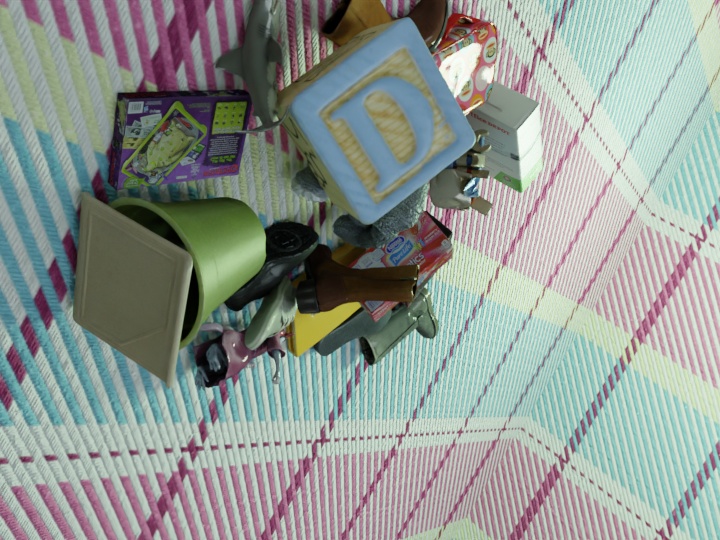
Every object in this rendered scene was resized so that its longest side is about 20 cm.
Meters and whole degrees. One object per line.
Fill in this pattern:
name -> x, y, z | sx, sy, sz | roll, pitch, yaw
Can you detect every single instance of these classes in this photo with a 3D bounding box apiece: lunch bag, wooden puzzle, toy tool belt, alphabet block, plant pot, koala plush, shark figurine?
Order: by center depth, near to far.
wooden puzzle -> -0.284, 0.023, 0.932 | 0.037, 0.198, 0.188 | -25, 139, -52
shark figurine -> -0.144, -0.251, 0.974 | 0.088, 0.219, 0.128 | 2, 161, -13
plant pot -> -0.227, -0.020, 1.015 | 0.189, 0.198, 0.203 | -33, 145, -55
alphabet block -> 0.010, -0.207, 1.039 | 0.195, 0.200, 0.197 | -35, 110, -5
koala plush -> -0.005, -0.150, 1.220 | 0.199, 0.183, 0.179 | 35, 85, -23
lunch bag -> 0.161, -0.360, 1.322 | 0.199, 0.081, 0.179 | -34, 138, -32
toy tool belt -> 0.204, -0.212, 1.439 | 0.125, 0.120, 0.205 | -25, 122, -75

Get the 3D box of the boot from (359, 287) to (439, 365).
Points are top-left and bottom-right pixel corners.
boot -> 0.090, 0.149, 1.721 | 0.200, 0.072, 0.184 | -48, 136, -27

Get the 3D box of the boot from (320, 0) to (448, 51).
boot -> 0.041, -0.397, 1.162 | 0.189, 0.068, 0.199 | -51, 143, 6

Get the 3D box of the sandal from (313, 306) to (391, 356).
sandal -> -0.018, 0.108, 1.565 | 0.198, 0.043, 0.077 | -23, 130, -30

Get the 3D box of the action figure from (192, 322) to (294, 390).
action figure -> -0.198, 0.123, 1.280 | 0.199, 0.132, 0.152 | -28, 109, -43

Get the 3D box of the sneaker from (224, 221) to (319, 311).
sneaker -> -0.152, -0.007, 1.236 | 0.198, 0.076, 0.091 | -33, 153, -23

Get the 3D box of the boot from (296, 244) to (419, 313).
boot -> 0.000, 0.000, 1.269 | 0.189, 0.196, 0.070 | -77, 157, -66

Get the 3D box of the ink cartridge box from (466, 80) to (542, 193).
ink cartridge box -> 0.289, -0.275, 1.529 | 0.084, 0.145, 0.201 | -46, 149, -15

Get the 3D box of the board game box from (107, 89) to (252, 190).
board game box -> -0.233, -0.175, 0.987 | 0.198, 0.032, 0.122 | -16, 127, -47

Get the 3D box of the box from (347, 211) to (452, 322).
box -> 0.069, -0.010, 1.399 | 0.199, 0.100, 0.096 | -40, 167, -4

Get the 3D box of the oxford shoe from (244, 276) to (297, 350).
oxford shoe -> -0.138, 0.073, 1.236 | 0.075, 0.058, 0.201 | -39, -167, 22

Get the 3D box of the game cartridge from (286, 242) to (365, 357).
game cartridge -> -0.065, 0.049, 1.445 | 0.199, 0.032, 0.179 | -38, 145, -33

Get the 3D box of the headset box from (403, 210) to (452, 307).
headset box -> 0.115, -0.017, 1.551 | 0.149, 0.075, 0.200 | -50, 168, -9
